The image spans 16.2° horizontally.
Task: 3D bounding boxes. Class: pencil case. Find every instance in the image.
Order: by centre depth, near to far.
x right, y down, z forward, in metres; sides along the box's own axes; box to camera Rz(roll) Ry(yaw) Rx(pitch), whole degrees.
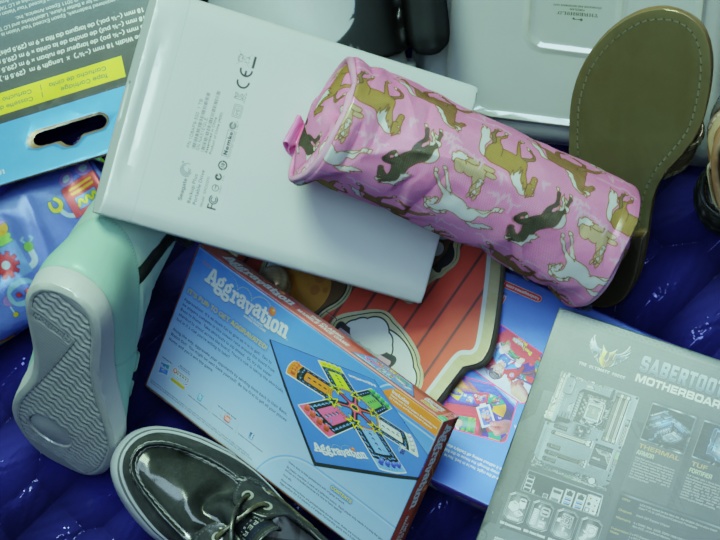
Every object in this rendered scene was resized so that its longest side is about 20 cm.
[{"bbox_3d":[0.058,-0.050,1.432,0.200,0.083,0.087,24,118,-16],"label":"pencil case"},{"bbox_3d":[-0.222,0.005,1.565,0.200,0.078,0.087,-34,92,-1],"label":"pencil case"}]

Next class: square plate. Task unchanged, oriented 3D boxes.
[{"bbox_3d":[0.129,-0.161,1.518,0.200,0.028,0.199,7,115,9],"label":"square plate"}]

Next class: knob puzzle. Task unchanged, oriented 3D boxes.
[{"bbox_3d":[0.000,0.000,1.530,0.219,0.030,0.220,-8,68,20],"label":"knob puzzle"}]

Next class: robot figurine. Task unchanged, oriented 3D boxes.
[{"bbox_3d":[-0.033,-0.169,1.529,0.125,0.150,0.200,-15,103,-25],"label":"robot figurine"}]

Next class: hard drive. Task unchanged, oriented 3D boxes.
[{"bbox_3d":[-0.042,-0.070,1.460,0.200,0.027,0.132,16,88,-18],"label":"hard drive"}]

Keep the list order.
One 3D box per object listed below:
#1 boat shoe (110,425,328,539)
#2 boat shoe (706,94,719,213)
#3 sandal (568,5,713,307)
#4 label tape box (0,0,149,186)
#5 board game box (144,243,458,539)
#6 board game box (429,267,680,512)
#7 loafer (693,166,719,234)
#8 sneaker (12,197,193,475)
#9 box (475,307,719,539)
[{"bbox_3d":[-0.059,0.161,1.478,0.200,0.066,0.070,43,76,-4],"label":"boat shoe"},{"bbox_3d":[0.249,-0.010,1.461,0.076,0.072,0.200,-22,108,32],"label":"boat shoe"},{"bbox_3d":[0.164,-0.080,1.494,0.078,0.212,0.070,23,38,14],"label":"sandal"},{"bbox_3d":[-0.188,-0.143,1.589,0.144,0.063,0.200,-16,68,5],"label":"label tape box"},{"bbox_3d":[-0.038,0.077,1.502,0.200,0.019,0.103,35,116,28],"label":"board game box"},{"bbox_3d":[0.145,0.101,1.502,0.200,0.045,0.135,24,82,13],"label":"board game box"},{"bbox_3d":[0.296,-0.056,1.500,0.200,0.072,0.073,-6,77,8],"label":"loafer"},{"bbox_3d":[-0.148,0.034,1.513,0.074,0.201,0.118,25,53,9],"label":"sneaker"},{"bbox_3d":[0.181,0.127,1.440,0.200,0.051,0.158,18,81,13],"label":"box"}]
